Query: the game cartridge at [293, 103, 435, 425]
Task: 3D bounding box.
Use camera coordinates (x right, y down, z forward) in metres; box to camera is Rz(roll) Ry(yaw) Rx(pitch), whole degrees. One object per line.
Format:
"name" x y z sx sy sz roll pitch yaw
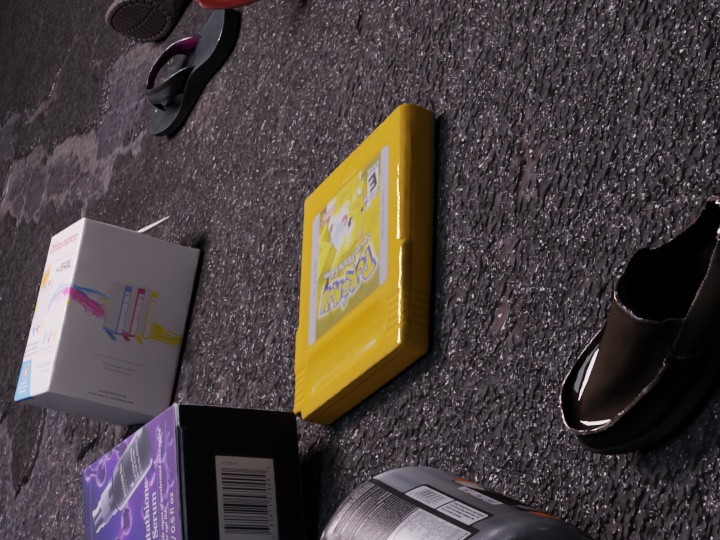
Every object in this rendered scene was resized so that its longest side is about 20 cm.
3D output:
"game cartridge" 0.000 0.000 1.291 0.176 0.032 0.200 -42 38 52

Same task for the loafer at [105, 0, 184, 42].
"loafer" -0.231 -0.334 2.003 0.200 0.073 0.071 -34 34 50

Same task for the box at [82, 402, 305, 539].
"box" -0.132 0.201 1.333 0.200 0.104 0.148 -37 53 52

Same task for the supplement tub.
"supplement tub" 0.063 0.180 0.915 0.200 0.122 0.123 13 87 67

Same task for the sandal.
"sandal" -0.193 -0.220 1.851 0.200 0.048 0.075 -48 34 45

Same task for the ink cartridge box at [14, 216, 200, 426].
"ink cartridge box" -0.249 0.042 1.710 0.129 0.125 0.200 -18 59 63

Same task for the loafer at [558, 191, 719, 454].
"loafer" 0.153 0.019 0.877 0.200 0.071 0.073 -54 30 38

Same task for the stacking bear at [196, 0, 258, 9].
"stacking bear" -0.116 -0.335 1.680 0.200 0.114 0.122 -109 16 -70
